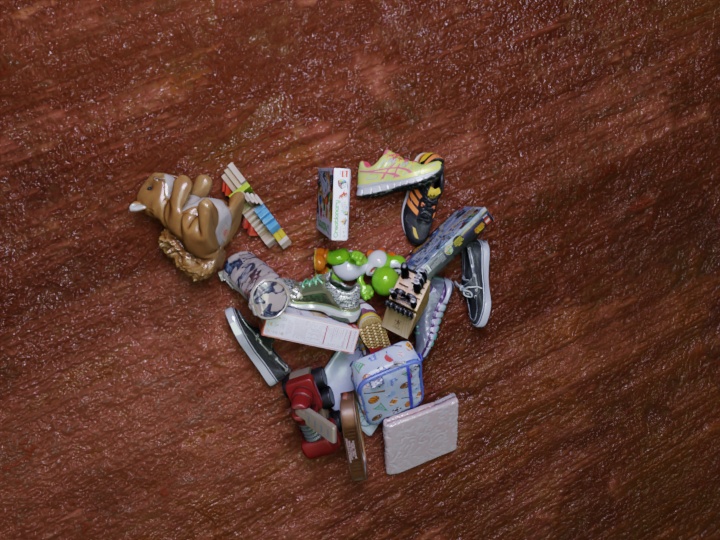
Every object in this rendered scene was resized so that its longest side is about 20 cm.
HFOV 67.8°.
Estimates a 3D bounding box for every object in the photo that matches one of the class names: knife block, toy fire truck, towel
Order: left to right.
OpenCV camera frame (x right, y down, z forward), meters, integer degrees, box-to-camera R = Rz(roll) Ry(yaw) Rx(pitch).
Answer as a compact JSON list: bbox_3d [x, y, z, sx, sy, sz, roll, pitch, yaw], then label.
[{"bbox_3d":[-0.090,0.317,1.110,0.126,0.201,0.180,-17,108,7],"label":"toy fire truck"},{"bbox_3d":[0.106,0.036,1.087,0.063,0.200,0.178,24,122,12],"label":"knife block"},{"bbox_3d":[0.141,0.385,1.254,0.187,0.032,0.203,-17,129,-14],"label":"towel"}]

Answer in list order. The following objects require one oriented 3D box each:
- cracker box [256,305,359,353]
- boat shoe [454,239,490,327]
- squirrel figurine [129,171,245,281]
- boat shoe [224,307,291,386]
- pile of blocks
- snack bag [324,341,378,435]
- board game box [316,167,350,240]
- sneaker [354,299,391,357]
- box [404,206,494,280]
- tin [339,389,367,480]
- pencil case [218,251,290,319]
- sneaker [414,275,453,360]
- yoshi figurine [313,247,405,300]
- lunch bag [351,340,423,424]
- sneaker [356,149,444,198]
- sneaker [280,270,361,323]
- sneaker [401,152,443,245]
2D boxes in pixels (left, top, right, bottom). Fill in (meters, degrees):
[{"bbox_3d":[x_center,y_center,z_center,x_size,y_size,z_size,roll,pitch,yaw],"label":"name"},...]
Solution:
[{"bbox_3d":[-0.112,0.108,1.118,0.196,0.134,0.059,15,97,-18],"label":"cracker box"},{"bbox_3d":[0.258,0.031,1.238,0.066,0.073,0.205,-3,100,-19],"label":"boat shoe"},{"bbox_3d":[-0.337,-0.085,1.005,0.183,0.142,0.204,19,115,10],"label":"squirrel figurine"},{"bbox_3d":[-0.215,0.151,1.134,0.063,0.071,0.202,-32,115,-7],"label":"boat shoe"},{"bbox_3d":[-0.219,-0.114,1.074,0.062,0.082,0.201,-38,108,-6],"label":"pile of blocks"},{"bbox_3d":[0.001,0.257,1.236,0.198,0.021,0.190,36,89,-16],"label":"snack bag"},{"bbox_3d":[-0.056,-0.136,1.054,0.034,0.200,0.130,0,100,-13],"label":"board game box"},{"bbox_3d":[0.030,0.154,1.187,0.073,0.091,0.203,-17,126,-7],"label":"sneaker"},{"bbox_3d":[0.182,-0.059,1.168,0.199,0.137,0.040,-43,104,-4],"label":"box"},{"bbox_3d":[-0.015,0.363,1.180,0.041,0.112,0.205,-8,104,5],"label":"tin"},{"bbox_3d":[-0.206,0.027,1.040,0.089,0.199,0.079,-34,121,-16],"label":"pencil case"},{"bbox_3d":[0.143,0.105,1.234,0.086,0.074,0.204,21,88,0],"label":"sneaker"},{"bbox_3d":[0.001,0.007,1.128,0.195,0.112,0.115,-1,90,-3],"label":"yoshi figurine"},{"bbox_3d":[0.065,0.242,1.155,0.157,0.076,0.202,-18,139,-8],"label":"lunch bag"},{"bbox_3d":[0.076,-0.210,1.109,0.196,0.078,0.093,-7,88,22],"label":"sneaker"},{"bbox_3d":[-0.083,0.033,1.093,0.195,0.077,0.090,15,115,-1],"label":"sneaker"},{"bbox_3d":[0.139,-0.154,1.163,0.068,0.090,0.205,6,98,-16],"label":"sneaker"}]
